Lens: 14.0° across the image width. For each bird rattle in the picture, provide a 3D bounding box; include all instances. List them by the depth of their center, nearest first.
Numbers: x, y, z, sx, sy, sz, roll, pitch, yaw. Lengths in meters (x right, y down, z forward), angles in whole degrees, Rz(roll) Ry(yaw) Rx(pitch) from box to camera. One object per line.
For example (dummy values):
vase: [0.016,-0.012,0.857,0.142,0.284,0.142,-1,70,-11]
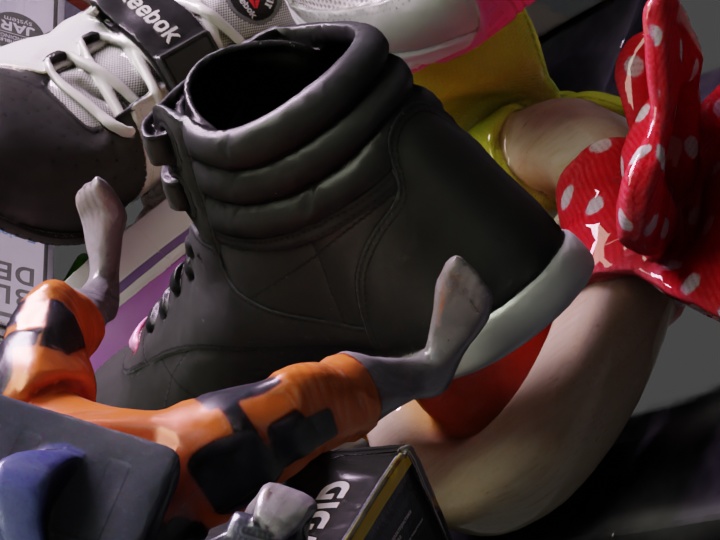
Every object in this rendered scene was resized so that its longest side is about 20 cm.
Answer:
bird rattle: [0.060,0.000,0.844,0.200,0.112,0.163,29,99,55]

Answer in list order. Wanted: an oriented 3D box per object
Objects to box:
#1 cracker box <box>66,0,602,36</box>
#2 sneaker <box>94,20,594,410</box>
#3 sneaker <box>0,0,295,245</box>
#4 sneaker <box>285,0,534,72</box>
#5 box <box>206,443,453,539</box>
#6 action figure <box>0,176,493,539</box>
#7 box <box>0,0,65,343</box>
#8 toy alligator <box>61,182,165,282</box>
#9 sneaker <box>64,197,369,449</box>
cracker box: [-0.007,-0.122,1.045,0.200,0.134,0.058,-25,37,52]
sneaker: [-0.032,-0.010,0.802,0.200,0.099,0.071,-21,19,49]
sneaker: [-0.065,-0.068,0.954,0.089,0.074,0.200,-50,-14,31]
sneaker: [-0.018,-0.128,0.847,0.081,0.088,0.200,-42,46,-6]
box: [-0.083,0.123,0.732,0.159,0.049,0.200,-8,28,32]
action figure: [-0.038,0.071,0.677,0.194,0.200,0.105,-54,-20,-40]
box: [-0.154,-0.034,1.037,0.117,0.060,0.200,-48,35,45]
toy alligator: [-0.108,0.033,1.051,0.200,0.059,0.054,-66,-20,-14]
sneaker: [0.000,0.000,0.952,0.200,0.114,0.073,-43,-13,-16]
